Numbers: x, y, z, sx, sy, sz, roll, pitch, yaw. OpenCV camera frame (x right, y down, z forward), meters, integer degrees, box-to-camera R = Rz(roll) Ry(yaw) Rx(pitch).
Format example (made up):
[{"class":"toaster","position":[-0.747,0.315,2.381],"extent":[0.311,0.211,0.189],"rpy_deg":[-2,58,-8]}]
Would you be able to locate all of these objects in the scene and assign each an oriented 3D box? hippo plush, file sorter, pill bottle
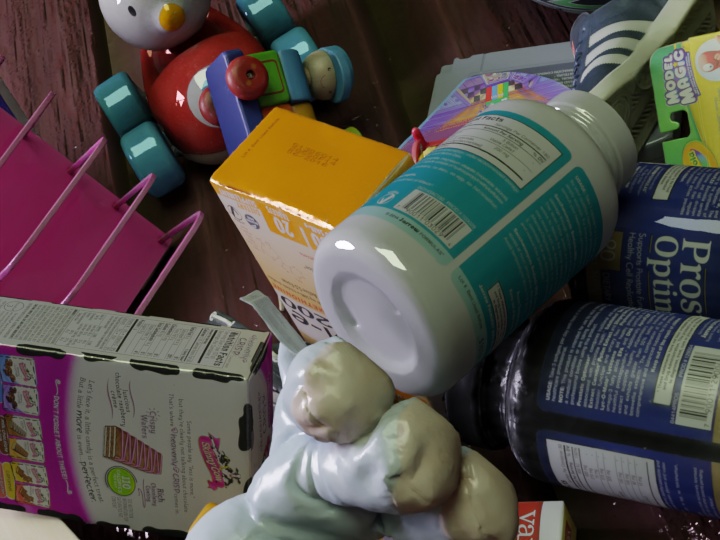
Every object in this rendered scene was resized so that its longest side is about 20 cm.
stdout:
[{"class":"hippo plush","position":[-0.033,0.125,0.753],"extent":[0.199,0.159,0.161],"rpy_deg":[36,81,22]},{"class":"file sorter","position":[-0.238,-0.042,1.094],"extent":[0.140,0.199,0.125],"rpy_deg":[-59,16,-26]},{"class":"pill bottle","position":[0.157,0.078,0.870],"extent":[0.198,0.112,0.113],"rpy_deg":[8,56,31]},{"class":"pill bottle","position":[0.239,-0.007,0.912],"extent":[0.198,0.112,0.113],"rpy_deg":[7,55,31]},{"class":"pill bottle","position":[0.075,-0.026,0.849],"extent":[0.110,0.112,0.200],"rpy_deg":[26,52,39]}]

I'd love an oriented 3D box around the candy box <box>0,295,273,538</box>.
[{"class":"candy box","position":[-0.158,0.098,0.956],"extent":[0.198,0.138,0.061],"rpy_deg":[8,31,10]}]

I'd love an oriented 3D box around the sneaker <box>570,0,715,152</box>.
[{"class":"sneaker","position":[0.173,-0.138,1.040],"extent":[0.084,0.075,0.200],"rpy_deg":[21,54,34]}]

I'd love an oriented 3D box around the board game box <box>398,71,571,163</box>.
[{"class":"board game box","position":[0.078,-0.076,1.054],"extent":[0.200,0.039,0.158],"rpy_deg":[-47,50,-10]}]

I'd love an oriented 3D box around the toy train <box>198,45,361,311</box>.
[{"class":"toy train","position":[-0.043,-0.078,1.142],"extent":[0.115,0.202,0.085],"rpy_deg":[-15,-5,-26]}]

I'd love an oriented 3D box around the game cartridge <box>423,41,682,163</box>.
[{"class":"game cartridge","position":[0.145,-0.115,1.106],"extent":[0.198,0.041,0.134],"rpy_deg":[-4,47,24]}]

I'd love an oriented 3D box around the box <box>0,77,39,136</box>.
[{"class":"box","position":[-0.364,-0.076,1.207],"extent":[0.199,0.185,0.105],"rpy_deg":[-33,12,-4]}]

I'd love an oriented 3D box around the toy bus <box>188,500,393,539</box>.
[{"class":"toy bus","position":[-0.006,0.181,0.849],"extent":[0.199,0.065,0.079],"rpy_deg":[20,63,37]}]

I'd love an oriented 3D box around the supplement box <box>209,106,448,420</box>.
[{"class":"supplement box","position":[0.000,0.000,0.962],"extent":[0.125,0.201,0.074],"rpy_deg":[22,62,40]}]

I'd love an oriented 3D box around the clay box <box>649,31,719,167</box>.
[{"class":"clay box","position":[0.301,-0.111,0.977],"extent":[0.198,0.048,0.116],"rpy_deg":[-10,84,18]}]

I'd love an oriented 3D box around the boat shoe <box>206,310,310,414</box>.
[{"class":"boat shoe","position":[-0.052,0.075,1.013],"extent":[0.199,0.076,0.061],"rpy_deg":[20,69,37]}]

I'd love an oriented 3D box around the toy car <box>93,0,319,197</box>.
[{"class":"toy car","position":[-0.154,-0.203,1.210],"extent":[0.183,0.201,0.177],"rpy_deg":[-32,42,-2]}]

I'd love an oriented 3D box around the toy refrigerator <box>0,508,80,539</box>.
[{"class":"toy refrigerator","position":[-0.209,0.218,0.976],"extent":[0.076,0.070,0.199],"rpy_deg":[-39,46,-19]}]

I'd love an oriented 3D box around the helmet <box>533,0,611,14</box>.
[{"class":"helmet","position":[0.176,-0.296,1.137],"extent":[0.191,0.199,0.201],"rpy_deg":[-46,43,15]}]

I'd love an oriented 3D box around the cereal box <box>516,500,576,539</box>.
[{"class":"cereal box","position":[0.027,0.212,0.880],"extent":[0.198,0.040,0.145],"rpy_deg":[-7,50,22]}]
